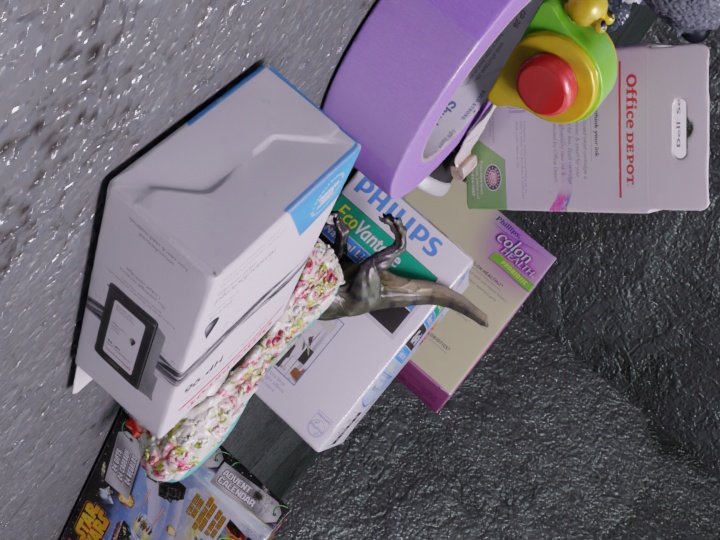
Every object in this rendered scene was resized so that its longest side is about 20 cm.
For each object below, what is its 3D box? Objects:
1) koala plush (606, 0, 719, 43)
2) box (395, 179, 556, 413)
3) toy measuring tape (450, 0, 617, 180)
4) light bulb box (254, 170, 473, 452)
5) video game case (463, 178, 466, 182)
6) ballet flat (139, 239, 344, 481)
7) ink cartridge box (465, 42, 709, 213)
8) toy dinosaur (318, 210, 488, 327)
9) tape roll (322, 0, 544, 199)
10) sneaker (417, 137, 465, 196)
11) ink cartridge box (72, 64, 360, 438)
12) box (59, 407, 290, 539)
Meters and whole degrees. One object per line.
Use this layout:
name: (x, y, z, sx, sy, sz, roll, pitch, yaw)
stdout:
koala plush: (0.222, -0.233, 0.738, 0.201, 0.173, 0.187, -74, 160, -61)
box: (0.084, 0.017, 1.197, 0.201, 0.175, 0.097, -49, 172, -17)
toy measuring tape: (0.125, -0.114, 0.748, 0.074, 0.073, 0.201, -45, 170, -37)
light bulb box: (-0.007, 0.038, 0.952, 0.201, 0.124, 0.198, -50, 172, -1)
video game case: (0.093, -0.063, 1.447, 0.201, 0.025, 0.181, -51, 172, -9)
ballet flat: (-0.089, 0.046, 0.728, 0.201, 0.075, 0.064, -52, 140, -23)
ink cartridge box: (0.175, -0.104, 0.798, 0.067, 0.197, 0.120, -11, 102, -48)
toy dinosaur: (0.000, 0.000, 0.832, 0.048, 0.195, 0.090, -84, 173, -78)
tape roll: (0.059, -0.147, 0.711, 0.201, 0.065, 0.200, -50, 173, -8)
sneaker: (0.072, -0.128, 0.882, 0.100, 0.070, 0.200, -56, 177, 22)
ink cartridge box: (-0.082, 0.006, 0.565, 0.116, 0.068, 0.201, -45, 170, -37)
box: (-0.147, 0.196, 0.812, 0.040, 0.136, 0.201, -40, 167, -50)
